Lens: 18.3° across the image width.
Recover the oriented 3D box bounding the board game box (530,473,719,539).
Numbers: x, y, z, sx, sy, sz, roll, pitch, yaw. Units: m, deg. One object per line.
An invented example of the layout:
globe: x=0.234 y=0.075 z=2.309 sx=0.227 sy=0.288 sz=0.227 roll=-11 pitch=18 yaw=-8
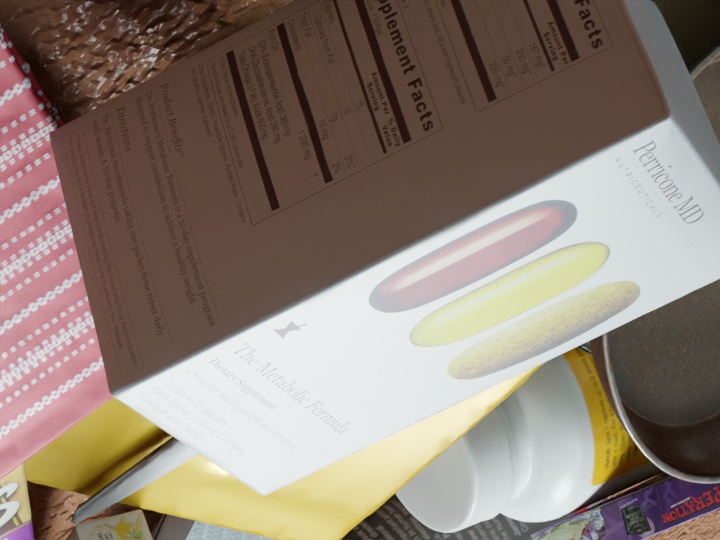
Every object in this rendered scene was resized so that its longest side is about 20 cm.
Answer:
board game box: x=0.184 y=0.112 z=1.191 sx=0.120 sy=0.032 sz=0.200 roll=-23 pitch=175 yaw=30

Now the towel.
towel: x=-0.153 y=0.005 z=0.788 sx=0.144 sy=0.022 sz=0.200 roll=-37 pitch=137 yaw=-10

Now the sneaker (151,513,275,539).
sneaker: x=-0.105 y=0.165 z=1.116 sx=0.073 sy=0.071 sz=0.200 roll=12 pitch=105 yaw=-52

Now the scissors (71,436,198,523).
scissors: x=-0.046 y=0.060 z=0.930 sx=0.073 sy=0.014 sz=0.200 roll=14 pitch=135 yaw=-32

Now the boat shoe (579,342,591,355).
boat shoe: x=0.155 y=-0.046 z=1.060 sx=0.200 sy=0.074 sz=0.066 roll=-53 pitch=150 yaw=11

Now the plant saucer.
plant saucer: x=0.158 y=-0.010 z=0.959 sx=0.200 sy=0.034 sz=0.201 roll=-17 pitch=115 yaw=-41

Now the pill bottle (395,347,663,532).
pill bottle: x=0.110 y=0.064 z=1.158 sx=0.200 sy=0.113 sz=0.113 roll=-19 pitch=148 yaw=-32

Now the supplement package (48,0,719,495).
supplement package: x=0.015 y=-0.026 z=0.755 sx=0.200 sy=0.110 sz=0.114 roll=-27 pitch=148 yaw=15

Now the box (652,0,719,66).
box: x=0.158 y=-0.082 z=0.978 sx=0.200 sy=0.021 sz=0.164 roll=-2 pitch=103 yaw=-44

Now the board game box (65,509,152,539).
board game box: x=-0.124 y=0.212 z=1.039 sx=0.034 sy=0.135 sz=0.200 roll=-11 pitch=157 yaw=-29

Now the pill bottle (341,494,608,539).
pill bottle: x=0.038 y=0.175 z=1.247 sx=0.200 sy=0.114 sz=0.114 roll=-28 pitch=152 yaw=-17

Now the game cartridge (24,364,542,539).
game cartridge: x=-0.029 y=0.044 z=0.951 sx=0.176 sy=0.033 sz=0.200 roll=18 pitch=133 yaw=-33

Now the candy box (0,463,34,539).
candy box: x=-0.199 y=0.115 z=0.933 sx=0.116 sy=0.057 sz=0.200 roll=-26 pitch=149 yaw=-19
